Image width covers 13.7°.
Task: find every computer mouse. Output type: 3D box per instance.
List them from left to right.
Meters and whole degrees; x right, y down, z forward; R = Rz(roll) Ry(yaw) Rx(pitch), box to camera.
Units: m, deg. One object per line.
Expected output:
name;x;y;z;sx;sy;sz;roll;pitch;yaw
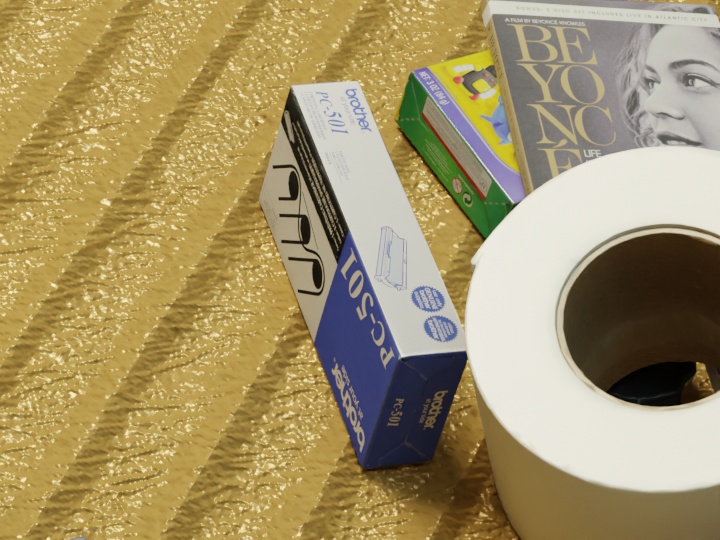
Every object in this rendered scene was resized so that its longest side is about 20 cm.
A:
computer mouse;0.152;0.092;1.624;0.059;0.034;0.200;2;53;4

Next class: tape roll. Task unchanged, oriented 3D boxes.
tape roll;0.159;0.056;1.534;0.202;0.139;0.203;-5;58;7

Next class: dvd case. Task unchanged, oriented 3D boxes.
dvd case;0.158;-0.081;1.730;0.148;0.016;0.200;2;51;-17

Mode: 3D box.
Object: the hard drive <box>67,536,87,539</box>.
hard drive;-0.169;0.208;1.403;0.200;0.042;0.135;-30;62;-36

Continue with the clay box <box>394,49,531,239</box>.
clay box;0.135;-0.089;1.773;0.200;0.048;0.115;-18;56;-29

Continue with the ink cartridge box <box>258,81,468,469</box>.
ink cartridge box;0.000;0.000;1.615;0.044;0.094;0.200;-5;50;-21

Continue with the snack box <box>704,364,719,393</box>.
snack box;0.274;0.027;1.696;0.200;0.024;0.072;-24;98;-33
